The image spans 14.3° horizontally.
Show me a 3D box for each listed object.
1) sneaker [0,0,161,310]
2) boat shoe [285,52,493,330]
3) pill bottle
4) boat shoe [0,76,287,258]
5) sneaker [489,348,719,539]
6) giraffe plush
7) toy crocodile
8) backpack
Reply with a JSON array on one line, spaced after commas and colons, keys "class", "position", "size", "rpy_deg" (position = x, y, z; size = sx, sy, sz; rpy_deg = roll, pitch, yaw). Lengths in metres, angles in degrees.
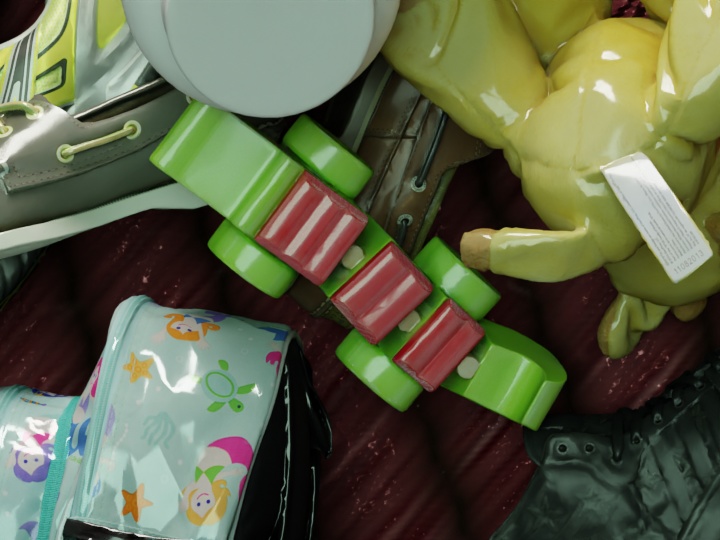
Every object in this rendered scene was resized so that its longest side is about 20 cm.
[{"class": "sneaker", "position": [-0.151, -0.051, 1.231], "size": [0.076, 0.075, 0.201], "rpy_deg": [33, 79, -6]}, {"class": "boat shoe", "position": [0.025, -0.070, 1.218], "size": [0.068, 0.072, 0.201], "rpy_deg": [27, 94, -12]}, {"class": "pill bottle", "position": [-0.042, -0.130, 1.130], "size": [0.109, 0.200, 0.110], "rpy_deg": [-2, 114, -5]}, {"class": "boat shoe", "position": [-0.122, -0.043, 1.161], "size": [0.201, 0.072, 0.061], "rpy_deg": [-16, 97, -24]}, {"class": "sneaker", "position": [0.113, 0.079, 1.188], "size": [0.104, 0.060, 0.201], "rpy_deg": [24, 92, 6]}, {"class": "giraffe plush", "position": [0.118, -0.054, 1.158], "size": [0.172, 0.162, 0.201], "rpy_deg": [-19, 63, 15]}, {"class": "toy crocodile", "position": [0.000, 0.000, 1.156], "size": [0.200, 0.062, 0.068], "rpy_deg": [41, 92, -23]}, {"class": "backpack", "position": [-0.087, 0.111, 1.159], "size": [0.150, 0.178, 0.201], "rpy_deg": [16, 83, 5]}]
